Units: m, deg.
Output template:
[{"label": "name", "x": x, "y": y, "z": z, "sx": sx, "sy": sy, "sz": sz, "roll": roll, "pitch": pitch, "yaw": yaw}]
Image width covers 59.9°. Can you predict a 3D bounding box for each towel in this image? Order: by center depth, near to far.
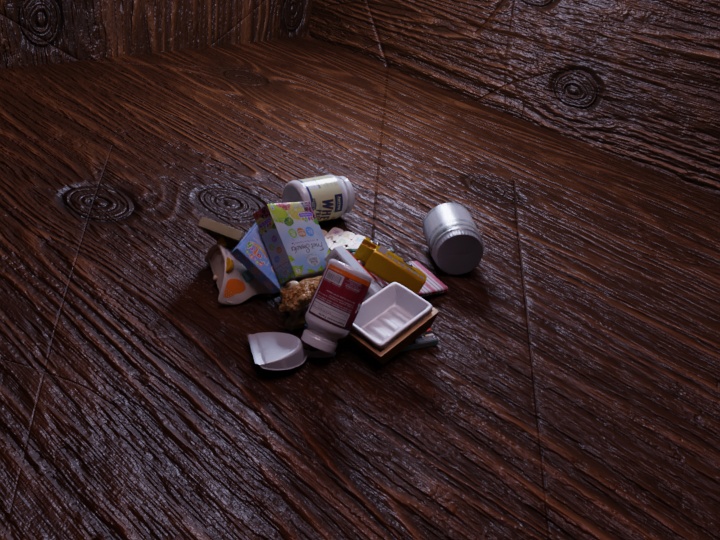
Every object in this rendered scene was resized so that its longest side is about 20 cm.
[{"label": "towel", "x": 0.137, "y": 0.032, "z": 1.773, "sx": 0.199, "sy": 0.030, "sz": 0.146, "roll": -9, "pitch": 39, "yaw": -40}]

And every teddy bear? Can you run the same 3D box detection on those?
[{"label": "teddy bear", "x": -0.130, "y": 0.042, "z": 1.552, "sx": 0.145, "sy": 0.067, "sz": 0.199, "roll": 3, "pitch": 17, "yaw": 45}]

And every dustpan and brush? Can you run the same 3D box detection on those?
[{"label": "dustpan and brush", "x": -0.153, "y": 0.189, "z": 1.451, "sx": 0.199, "sy": 0.058, "sz": 0.140, "roll": -7, "pitch": 27, "yaw": -16}]

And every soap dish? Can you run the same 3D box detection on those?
[{"label": "soap dish", "x": 0.069, "y": 0.128, "z": 1.530, "sx": 0.200, "sy": 0.082, "sz": 0.157, "roll": -34, "pitch": 47, "yaw": -28}]

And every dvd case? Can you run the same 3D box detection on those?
[{"label": "dvd case", "x": 0.094, "y": 0.135, "z": 1.627, "sx": 0.145, "sy": 0.022, "sz": 0.200, "roll": -7, "pitch": 38, "yaw": -26}]

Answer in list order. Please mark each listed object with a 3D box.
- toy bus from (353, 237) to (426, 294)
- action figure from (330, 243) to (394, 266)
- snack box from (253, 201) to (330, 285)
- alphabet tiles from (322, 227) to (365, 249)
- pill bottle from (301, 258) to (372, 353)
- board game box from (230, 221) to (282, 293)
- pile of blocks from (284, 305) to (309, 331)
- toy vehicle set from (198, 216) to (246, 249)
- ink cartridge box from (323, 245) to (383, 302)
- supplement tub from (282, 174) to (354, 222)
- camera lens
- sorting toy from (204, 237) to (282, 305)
[{"label": "toy bus", "x": 0.077, "y": -0.008, "z": 1.670, "sx": 0.199, "sy": 0.065, "sz": 0.078, "roll": 32, "pitch": 19, "yaw": 0}, {"label": "action figure", "x": 0.016, "y": -0.038, "z": 1.827, "sx": 0.199, "sy": 0.055, "sz": 0.118, "roll": -14, "pitch": 63, "yaw": -32}, {"label": "snack box", "x": -0.168, "y": -0.075, "z": 1.628, "sx": 0.168, "sy": 0.068, "sz": 0.201, "roll": -13, "pitch": 79, "yaw": -53}, {"label": "alphabet tiles", "x": -0.062, "y": -0.077, "z": 1.910, "sx": 0.199, "sy": 0.015, "sz": 0.196, "roll": 19, "pitch": 34, "yaw": 11}, {"label": "pill bottle", "x": -0.060, "y": 0.083, "z": 1.453, "sx": 0.113, "sy": 0.201, "sz": 0.113, "roll": 24, "pitch": 1, "yaw": 0}, {"label": "board game box", "x": -0.231, "y": -0.057, "z": 1.632, "sx": 0.151, "sy": 0.037, "sz": 0.200, "roll": 46, "pitch": 39, "yaw": -16}, {"label": "pile of blocks", "x": -0.089, "y": 0.109, "z": 1.553, "sx": 0.199, "sy": 0.062, "sz": 0.082, "roll": -14, "pitch": 54, "yaw": -22}, {"label": "toy vehicle set", "x": -0.346, "y": -0.082, "z": 1.697, "sx": 0.124, "sy": 0.027, "sz": 0.200, "roll": 21, "pitch": -11, "yaw": 13}, {"label": "ink cartridge box", "x": 0.000, "y": 0.000, "z": 1.669, "sx": 0.160, "sy": 0.047, "sz": 0.200, "roll": 46, "pitch": 18, "yaw": 6}, {"label": "supplement tub", "x": -0.133, "y": -0.227, "z": 1.997, "sx": 0.199, "sy": 0.146, "sz": 0.145, "roll": -16, "pitch": 41, "yaw": -35}, {"label": "camera lens", "x": 0.282, "y": -0.102, "z": 1.917, "sx": 0.159, "sy": 0.161, "sz": 0.200, "roll": 5, "pitch": 33, "yaw": -10}, {"label": "sorting toy", "x": -0.300, "y": 0.003, "z": 1.664, "sx": 0.179, "sy": 0.107, "sz": 0.200, "roll": 14, "pitch": 27, "yaw": -34}]
